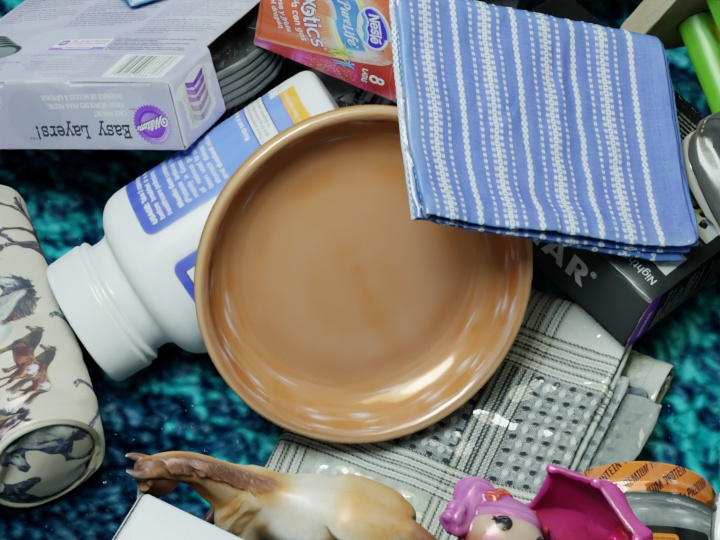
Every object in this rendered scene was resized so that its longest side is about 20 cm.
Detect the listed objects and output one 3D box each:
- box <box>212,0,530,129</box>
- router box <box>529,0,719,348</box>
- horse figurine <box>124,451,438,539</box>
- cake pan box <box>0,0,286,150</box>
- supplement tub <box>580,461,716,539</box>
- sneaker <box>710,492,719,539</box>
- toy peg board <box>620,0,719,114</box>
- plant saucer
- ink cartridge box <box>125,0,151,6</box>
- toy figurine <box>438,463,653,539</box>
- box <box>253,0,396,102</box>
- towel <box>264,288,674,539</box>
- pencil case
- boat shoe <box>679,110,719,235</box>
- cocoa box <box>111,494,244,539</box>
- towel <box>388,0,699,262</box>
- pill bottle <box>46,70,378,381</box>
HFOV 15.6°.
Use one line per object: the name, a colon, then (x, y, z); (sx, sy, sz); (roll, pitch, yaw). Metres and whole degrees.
box: (0.008, -0.125, 1.688); (0.157, 0.048, 0.201); (15, 57, 13)
router box: (0.142, -0.066, 1.600); (0.200, 0.051, 0.149); (44, 51, 16)
horse figurine: (-0.026, 0.147, 1.450); (0.199, 0.133, 0.050); (13, 55, 10)
cake pan box: (-0.146, -0.134, 1.624); (0.199, 0.053, 0.184); (0, 30, 27)
supplement tub: (0.152, 0.212, 1.405); (0.122, 0.123, 0.201); (-1, 55, 2)
sneaker: (0.252, 0.196, 1.371); (0.090, 0.201, 0.078); (-16, 30, 18)
toy peg board: (0.295, -0.162, 1.579); (0.198, 0.200, 0.098); (-11, 71, -26)
plant saucer: (0.000, 0.000, 1.505); (0.199, 0.201, 0.037); (-17, 21, -9)
ink cartridge box: (-0.127, -0.240, 1.702); (0.115, 0.068, 0.200); (-19, 24, -12)
toy figurine: (0.072, 0.174, 1.296); (0.199, 0.150, 0.185); (31, 52, -13)
box: (0.023, -0.211, 1.586); (0.099, 0.096, 0.200); (23, 53, 9)
towel: (0.066, 0.087, 1.548); (0.199, 0.035, 0.193); (22, 59, 16)
pencil case: (-0.215, 0.044, 1.561); (0.089, 0.078, 0.201); (-9, 54, -23)
boat shoe: (0.258, -0.006, 1.542); (0.067, 0.057, 0.201); (-28, 86, -36)
cocoa box: (-0.058, 0.237, 1.389); (0.199, 0.134, 0.132); (23, 60, 16)
towel: (0.107, -0.084, 1.499); (0.199, 0.024, 0.146); (7, 67, -33)
pill bottle: (-0.083, -0.021, 1.564); (0.199, 0.112, 0.112); (-32, 58, 4)
